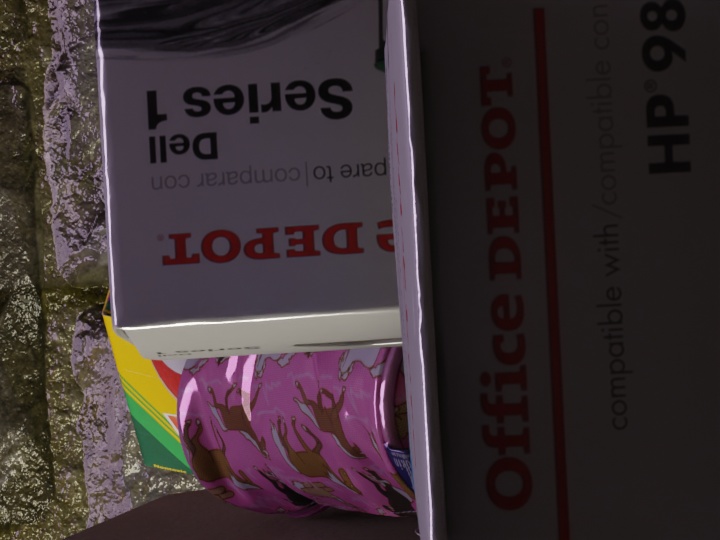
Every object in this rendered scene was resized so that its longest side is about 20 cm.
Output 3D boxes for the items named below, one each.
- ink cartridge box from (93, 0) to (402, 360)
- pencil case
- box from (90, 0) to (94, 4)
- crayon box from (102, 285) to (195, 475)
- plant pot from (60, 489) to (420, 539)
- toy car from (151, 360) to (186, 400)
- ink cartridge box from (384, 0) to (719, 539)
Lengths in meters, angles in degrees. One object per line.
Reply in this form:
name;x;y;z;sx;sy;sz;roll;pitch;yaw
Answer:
ink cartridge box;-0.003;-0.080;0.579;0.084;0.145;0.202;100;166;-84
pencil case;0.002;0.048;0.720;0.200;0.083;0.087;-7;53;64
box;-0.019;-0.144;0.821;0.143;0.036;0.200;-51;-13;11
crayon box;-0.024;0.061;1.066;0.173;0.199;0.059;85;-165;-60
plant pot;-0.053;0.188;0.805;0.199;0.176;0.201;-18;-66;-48
toy car;0.000;0.000;0.866;0.200;0.176;0.186;137;120;-74
ink cartridge box;0.041;0.001;0.398;0.200;0.066;0.117;-84;-9;-87
